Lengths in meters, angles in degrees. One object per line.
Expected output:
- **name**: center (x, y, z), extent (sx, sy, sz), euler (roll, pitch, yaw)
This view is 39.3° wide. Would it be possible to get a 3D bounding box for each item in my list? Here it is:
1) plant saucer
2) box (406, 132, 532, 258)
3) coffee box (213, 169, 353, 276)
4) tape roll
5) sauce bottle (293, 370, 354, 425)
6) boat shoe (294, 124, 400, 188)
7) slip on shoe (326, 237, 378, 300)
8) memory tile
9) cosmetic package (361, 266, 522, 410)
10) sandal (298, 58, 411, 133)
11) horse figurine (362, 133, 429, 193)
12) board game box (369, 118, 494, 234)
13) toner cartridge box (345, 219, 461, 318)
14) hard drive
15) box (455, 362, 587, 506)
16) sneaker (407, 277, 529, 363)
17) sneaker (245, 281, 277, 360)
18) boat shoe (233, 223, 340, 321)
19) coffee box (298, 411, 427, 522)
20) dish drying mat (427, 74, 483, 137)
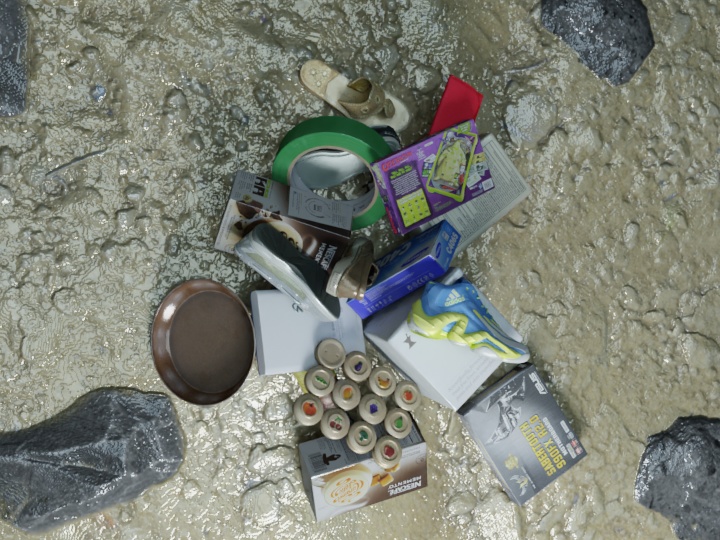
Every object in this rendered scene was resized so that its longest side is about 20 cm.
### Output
- **plant saucer**: center (-0.244, 0.113, 1.602), extent (0.199, 0.034, 0.202), euler (0, 90, 26)
- **box**: center (0.166, -0.121, 1.706), extent (0.200, 0.109, 0.128), euler (-39, 101, -10)
- **coffee box**: center (-0.122, -0.069, 1.617), extent (0.199, 0.080, 0.113), euler (17, 133, -10)
- **tape roll**: center (-0.041, -0.152, 1.619), extent (0.200, 0.201, 0.048), euler (26, 41, -14)
- **sauce bottle**: center (-0.071, 0.184, 1.680), extent (0.066, 0.066, 0.201), euler (-27, 98, -12)
- **boat shoe**: center (-0.031, -0.191, 1.678), extent (0.199, 0.061, 0.076), euler (-11, 132, 1)
- **slip on shoe**: center (0.000, 0.000, 1.626), extent (0.060, 0.200, 0.076), euler (21, 106, 8)
- **memory tile**: center (-0.002, 0.210, 1.612), extent (0.199, 0.017, 0.154), euler (29, 63, -13)
- **cosmetic package**: center (0.127, 0.104, 1.657), extent (0.165, 0.200, 0.165), euler (-46, 101, -8)
- **sandal**: center (-0.003, -0.288, 1.677), extent (0.211, 0.070, 0.078), euler (26, 86, -14)
- **horse figurine**: center (0.103, -0.198, 1.693), extent (0.050, 0.132, 0.200), euler (47, 68, -8)
- **board game box**: center (0.116, -0.149, 1.587), extent (0.199, 0.032, 0.121), euler (-27, 109, -28)
- **toner cartridge box**: center (0.068, -0.001, 1.631), extent (0.043, 0.200, 0.095), euler (44, 42, -17)
- **hard drive**: center (-0.082, 0.095, 1.633), extent (0.199, 0.025, 0.133), euler (-2, 82, -38)
- **box**: center (0.286, 0.287, 1.783), extent (0.158, 0.048, 0.201), euler (-34, 99, -11)
- **sneaker**: center (0.175, 0.071, 1.527), extent (0.199, 0.076, 0.106), euler (18, 86, -12)
- **sneaker**: center (-0.147, 0.058, 1.658), extent (0.070, 0.075, 0.201), euler (40, 60, -21)
- **boat shoe**: center (-0.110, 0.012, 1.585), extent (0.065, 0.075, 0.202), euler (-33, 118, 30)
- **coffee box**: center (0.006, 0.325, 1.675), extent (0.199, 0.080, 0.115), euler (-14, 129, -14)
- **dish drying mat**: center (0.141, -0.209, 1.625), extent (0.077, 0.018, 0.201), euler (25, 80, -30)
